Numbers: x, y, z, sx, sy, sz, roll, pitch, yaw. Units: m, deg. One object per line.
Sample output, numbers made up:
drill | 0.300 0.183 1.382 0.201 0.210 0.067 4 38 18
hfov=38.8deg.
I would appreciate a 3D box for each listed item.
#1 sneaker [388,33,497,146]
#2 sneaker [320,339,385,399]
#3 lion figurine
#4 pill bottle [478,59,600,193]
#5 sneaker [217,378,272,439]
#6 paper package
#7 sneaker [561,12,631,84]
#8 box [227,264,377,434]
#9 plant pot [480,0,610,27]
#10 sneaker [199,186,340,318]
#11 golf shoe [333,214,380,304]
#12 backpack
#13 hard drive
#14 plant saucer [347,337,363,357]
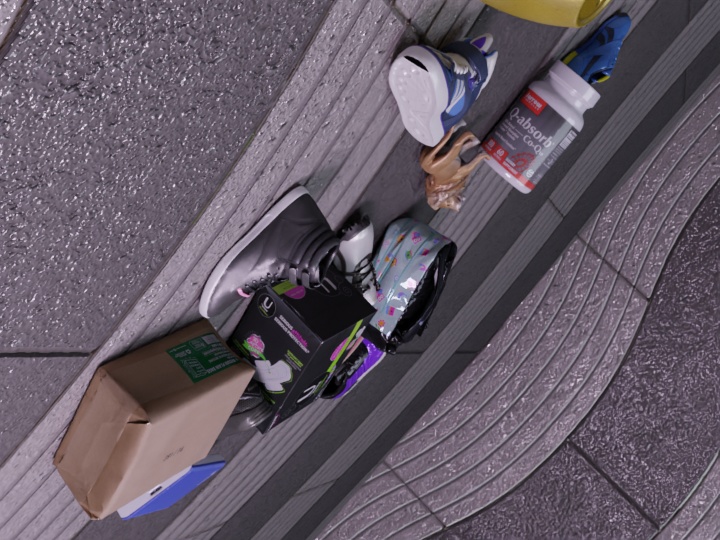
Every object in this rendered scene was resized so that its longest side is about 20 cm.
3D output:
sneaker | 0.109 -0.254 1.251 0.147 0.080 0.201 -52 162 -13
sneaker | -0.020 0.175 1.941 0.201 0.070 0.099 -55 160 22
lion figurine | 0.128 -0.163 1.545 0.122 0.073 0.200 -36 152 9
pill bottle | 0.297 -0.240 1.699 0.201 0.116 0.116 -51 164 13
sneaker | -0.223 0.183 1.435 0.197 0.116 0.076 -24 -177 32
paper package | -0.254 0.180 1.266 0.199 0.103 0.192 -24 152 -54
sneaker | 0.422 -0.372 1.785 0.200 0.078 0.066 -42 162 -23
box | -0.096 0.104 1.465 0.148 0.124 0.201 -26 156 -52
plant pot | 0.226 -0.361 1.163 0.200 0.142 0.201 -42 163 -15
sneaker | -0.106 0.003 1.239 0.200 0.099 0.071 -47 166 2
golf shoe | 0.000 0.000 1.528 0.077 0.094 0.201 -36 159 -30
backpack | 0.073 0.019 1.677 0.203 0.125 0.167 -64 170 18
hard drive | -0.293 0.338 1.613 0.131 0.026 0.200 -37 170 1
plant saucer | -0.047 0.120 1.772 0.200 0.051 0.201 -43 164 -15
